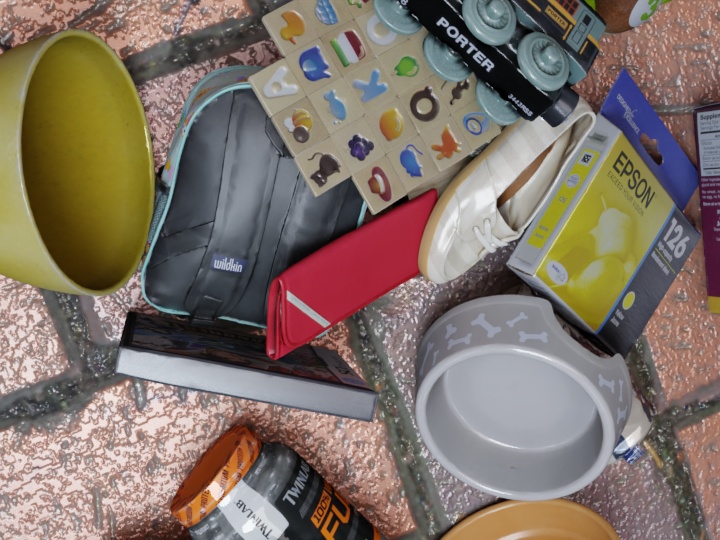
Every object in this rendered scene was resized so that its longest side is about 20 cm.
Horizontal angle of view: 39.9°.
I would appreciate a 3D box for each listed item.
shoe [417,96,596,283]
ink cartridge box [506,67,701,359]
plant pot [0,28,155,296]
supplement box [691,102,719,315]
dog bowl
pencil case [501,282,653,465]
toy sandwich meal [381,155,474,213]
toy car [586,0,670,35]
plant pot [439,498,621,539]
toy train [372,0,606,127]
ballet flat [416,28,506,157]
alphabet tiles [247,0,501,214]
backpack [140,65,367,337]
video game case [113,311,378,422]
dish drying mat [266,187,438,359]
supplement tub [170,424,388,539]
[{"bbox_3d":[0.121,-0.067,0.828,0.070,0.053,0.201,28,102,-48],"label":"shoe"},{"bbox_3d":[0.240,-0.042,0.901,0.197,0.047,0.201,35,88,-43],"label":"ink cartridge box"},{"bbox_3d":[-0.269,-0.079,0.777,0.140,0.200,0.204,-2,95,15],"label":"plant pot"},{"bbox_3d":[0.401,-0.063,0.937,0.129,0.103,0.204,-9,96,-24],"label":"supplement box"},{"bbox_3d":[0.138,0.120,0.874,0.197,0.059,0.203,10,127,13],"label":"dog bowl"},{"bbox_3d":[0.185,0.100,0.928,0.200,0.078,0.090,42,71,-12],"label":"pencil case"},{"bbox_3d":[0.051,-0.135,0.886,0.201,0.070,0.209,-1,94,-12],"label":"toy sandwich meal"},{"bbox_3d":[0.251,-0.296,0.828,0.163,0.199,0.160,-25,99,-31],"label":"toy car"},{"bbox_3d":[0.159,0.326,0.894,0.198,0.200,0.141,-28,117,-8],"label":"plant pot"},{"bbox_3d":[0.097,-0.200,0.755,0.199,0.085,0.115,39,58,-9],"label":"toy train"},{"bbox_3d":[0.058,-0.162,0.819,0.199,0.075,0.068,34,62,-8],"label":"ballet flat"},{"bbox_3d":[0.019,-0.148,0.760,0.199,0.006,0.168,-33,94,-21],"label":"alphabet tiles"},{"bbox_3d":[-0.080,-0.065,0.815,0.173,0.154,0.202,13,116,-11],"label":"backpack"},{"bbox_3d":[-0.098,0.075,0.814,0.197,0.181,0.026,13,93,-12],"label":"video game case"},{"bbox_3d":[0.000,0.000,0.792,0.199,0.018,0.078,-29,133,-43],"label":"dish drying mat"},{"bbox_3d":[-0.062,0.237,0.864,0.200,0.122,0.123,45,85,-12],"label":"supplement tub"}]
